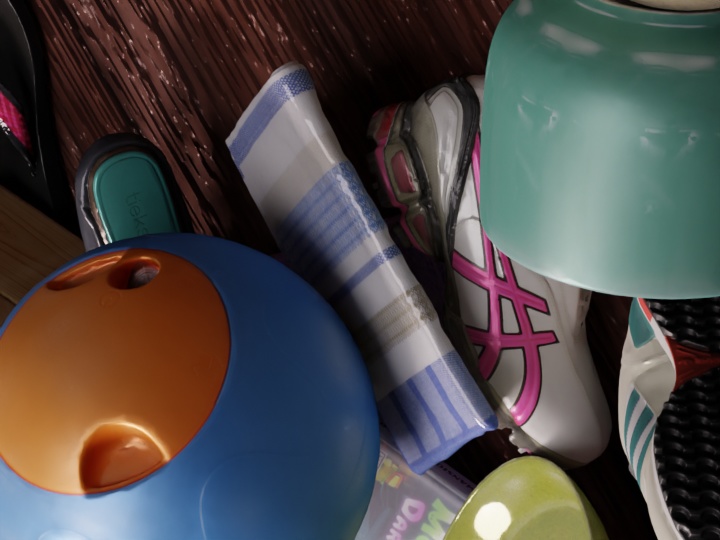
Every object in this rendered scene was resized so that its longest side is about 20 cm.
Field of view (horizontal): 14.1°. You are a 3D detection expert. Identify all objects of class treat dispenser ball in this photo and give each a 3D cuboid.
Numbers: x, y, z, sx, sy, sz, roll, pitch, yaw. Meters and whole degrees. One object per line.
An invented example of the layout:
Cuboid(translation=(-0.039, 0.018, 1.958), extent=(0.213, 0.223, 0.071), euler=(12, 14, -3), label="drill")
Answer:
Cuboid(translation=(-0.090, 0.082, 1.413), extent=(0.200, 0.201, 0.202), euler=(21, 125, 33), label="treat dispenser ball")

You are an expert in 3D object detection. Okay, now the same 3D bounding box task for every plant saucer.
Cuboid(translation=(0.075, 0.189, 1.376), extent=(0.200, 0.031, 0.201), euler=(-166, 90, -68), label="plant saucer")

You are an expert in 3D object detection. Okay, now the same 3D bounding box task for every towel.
Cuboid(translation=(0.000, 0.000, 1.406), extent=(0.200, 0.024, 0.147), euler=(60, 164, 5), label="towel")

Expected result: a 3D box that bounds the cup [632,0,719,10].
Cuboid(translation=(0.132, -0.190, 1.160), extent=(0.200, 0.200, 0.144), euler=(17, 138, 36), label="cup")

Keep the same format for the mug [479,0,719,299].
Cuboid(translation=(0.142, -0.075, 1.244), extent=(0.152, 0.184, 0.115), euler=(41, 137, 53), label="mug")

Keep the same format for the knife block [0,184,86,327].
Cuboid(translation=(-0.202, -0.005, 1.623), extent=(0.064, 0.199, 0.176), euler=(115, 148, -44), label="knife block")

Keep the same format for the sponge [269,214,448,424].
Cuboid(translation=(-0.008, 0.038, 1.514), extent=(0.200, 0.030, 0.112), euler=(-16, 100, 47), label="sponge")

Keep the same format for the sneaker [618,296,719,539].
Cuboid(translation=(0.154, 0.081, 1.298), extent=(0.070, 0.200, 0.094), euler=(0, 130, -3), label="sneaker")

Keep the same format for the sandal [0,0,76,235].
Cuboid(translation=(-0.207, -0.086, 1.618), extent=(0.075, 0.045, 0.201), euler=(2, 113, 43), label="sandal")

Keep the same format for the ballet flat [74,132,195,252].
Cuboid(translation=(-0.106, 0.020, 1.537), extent=(0.073, 0.073, 0.201), euler=(1, 113, 42), label="ballet flat")

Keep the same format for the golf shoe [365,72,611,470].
Cuboid(translation=(0.080, 0.002, 1.380), extent=(0.092, 0.073, 0.201), euler=(-20, 105, 24), label="golf shoe")

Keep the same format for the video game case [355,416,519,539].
Cuboid(translation=(0.014, 0.193, 1.498), extent=(0.182, 0.023, 0.200), euler=(35, 112, 18), label="video game case")
